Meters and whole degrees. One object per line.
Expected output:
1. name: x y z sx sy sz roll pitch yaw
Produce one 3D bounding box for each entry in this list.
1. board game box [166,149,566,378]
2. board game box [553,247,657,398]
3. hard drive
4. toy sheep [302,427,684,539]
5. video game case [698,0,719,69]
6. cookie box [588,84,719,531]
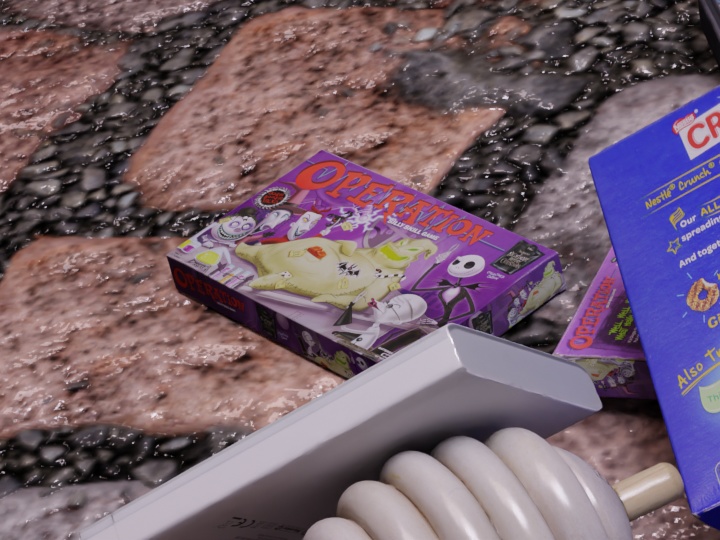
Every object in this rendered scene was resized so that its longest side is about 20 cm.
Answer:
1. board game box: 0.000 0.000 1.482 0.120 0.032 0.200 -32 36 -29
2. board game box: 0.186 -0.005 1.390 0.120 0.032 0.200 6 38 24
3. hard drive: -0.008 0.087 1.216 0.200 0.132 0.027 -29 67 23
4. toy sheep: 0.049 0.134 1.169 0.200 0.138 0.138 -28 35 -17
5. video game case: 0.287 -0.125 1.496 0.181 0.026 0.200 -10 24 2
6. cookie box: 0.211 0.001 1.234 0.171 0.075 0.200 -29 53 23
